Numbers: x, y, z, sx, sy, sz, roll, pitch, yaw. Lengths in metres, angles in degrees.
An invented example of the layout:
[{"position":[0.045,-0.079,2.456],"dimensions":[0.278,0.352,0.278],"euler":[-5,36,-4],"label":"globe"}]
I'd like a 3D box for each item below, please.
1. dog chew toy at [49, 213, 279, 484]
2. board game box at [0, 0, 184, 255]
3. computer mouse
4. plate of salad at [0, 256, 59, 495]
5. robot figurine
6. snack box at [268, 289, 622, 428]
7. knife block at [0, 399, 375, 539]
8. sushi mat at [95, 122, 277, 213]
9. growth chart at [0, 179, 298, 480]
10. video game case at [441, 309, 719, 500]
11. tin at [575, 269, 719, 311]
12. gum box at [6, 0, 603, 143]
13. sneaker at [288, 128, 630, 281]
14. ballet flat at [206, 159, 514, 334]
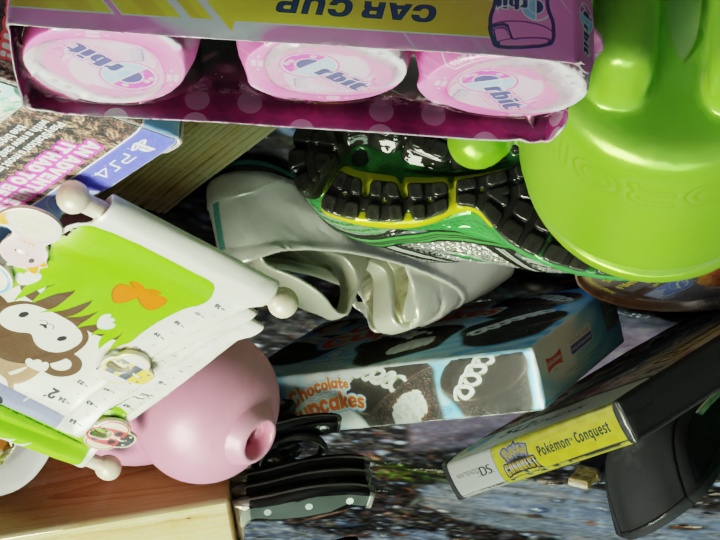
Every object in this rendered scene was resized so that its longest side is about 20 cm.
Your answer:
[{"position":[-0.122,0.044,0.959],"dimensions":[0.199,0.125,0.124],"euler":[30,175,34],"label":"dog chew toy"},{"position":[-0.189,-0.096,0.724],"dimensions":[0.198,0.098,0.159],"euler":[17,154,-33],"label":"board game box"},{"position":[0.163,0.098,1.083],"dimensions":[0.140,0.200,0.046],"euler":[-35,97,37],"label":"computer mouse"},{"position":[-0.226,0.025,0.928],"dimensions":[0.199,0.202,0.048],"euler":[-19,-175,44],"label":"plate of salad"},{"position":[0.121,-0.067,0.736],"dimensions":[0.173,0.117,0.200],"euler":[2,159,5],"label":"robot figurine"},{"position":[0.037,0.052,1.051],"dimensions":[0.198,0.038,0.116],"euler":[-9,-169,32],"label":"snack box"},{"position":[-0.096,0.137,0.969],"dimensions":[0.174,0.200,0.065],"euler":[17,128,35],"label":"knife block"},{"position":[-0.096,-0.072,0.888],"dimensions":[0.095,0.012,0.200],"euler":[13,157,-29],"label":"sushi mat"},{"position":[-0.125,0.031,0.819],"dimensions":[0.144,0.018,0.200],"euler":[20,140,-29],"label":"growth chart"},{"position":[0.163,0.058,1.013],"dimensions":[0.199,0.026,0.180],"euler":[-28,178,-31],"label":"video game case"},{"position":[0.188,-0.026,0.940],"dimensions":[0.111,0.042,0.200],"euler":[9,159,-27],"label":"tin"},{"position":[-0.015,-0.114,0.637],"dimensions":[0.197,0.115,0.066],"euler":[3,159,-3],"label":"gum box"},{"position":[0.068,-0.038,0.888],"dimensions":[0.198,0.079,0.085],"euler":[12,168,8],"label":"sneaker"},{"position":[0.000,0.000,0.989],"dimensions":[0.199,0.070,0.069],"euler":[18,154,-35],"label":"ballet flat"}]
